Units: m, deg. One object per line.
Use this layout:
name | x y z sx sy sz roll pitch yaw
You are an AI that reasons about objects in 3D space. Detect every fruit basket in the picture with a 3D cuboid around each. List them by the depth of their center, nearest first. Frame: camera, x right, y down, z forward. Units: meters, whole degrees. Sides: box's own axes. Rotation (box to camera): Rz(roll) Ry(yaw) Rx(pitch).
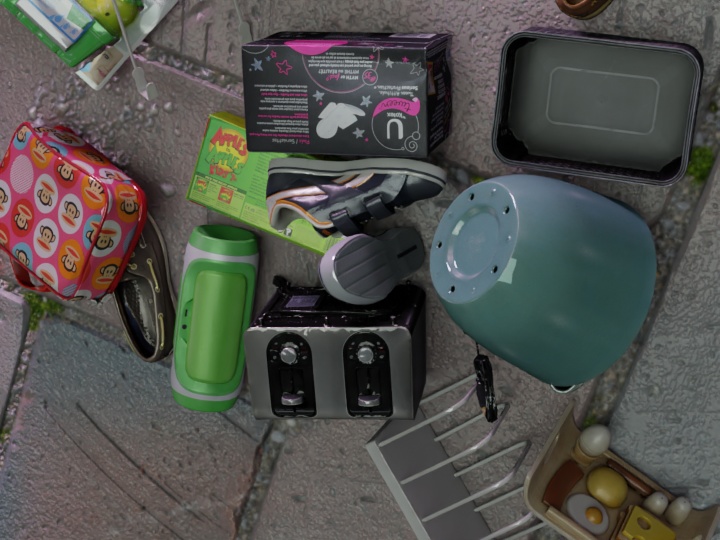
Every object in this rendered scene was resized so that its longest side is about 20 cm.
fruit basket | -0.293 -0.331 1.522 0.185 0.094 0.200 43 102 -12

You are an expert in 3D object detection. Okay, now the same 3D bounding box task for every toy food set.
toy food set | 0.277 0.236 1.455 0.199 0.144 0.061 35 131 7

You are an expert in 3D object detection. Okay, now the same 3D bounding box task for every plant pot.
plant pot | 0.166 -0.003 1.382 0.160 0.201 0.201 21 114 -35

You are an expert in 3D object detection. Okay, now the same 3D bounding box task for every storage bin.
storage bin | 0.241 -0.168 1.411 0.198 0.094 0.137 9 105 15

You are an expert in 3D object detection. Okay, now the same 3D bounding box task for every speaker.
speaker | -0.166 0.054 1.582 0.087 0.088 0.202 12 105 13

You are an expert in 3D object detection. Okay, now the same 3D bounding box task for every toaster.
toaster | -0.022 0.083 1.500 0.178 0.200 0.120 0 105 8

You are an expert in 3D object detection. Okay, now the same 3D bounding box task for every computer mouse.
computer mouse | 0.111 0.070 1.473 0.034 0.059 0.202 -9 56 -5

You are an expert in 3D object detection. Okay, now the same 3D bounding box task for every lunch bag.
lunch bag | -0.343 -0.055 1.580 0.199 0.082 0.178 37 110 32

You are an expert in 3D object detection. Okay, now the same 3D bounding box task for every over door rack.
over door rack | -0.207 -0.303 1.488 0.147 0.066 0.202 -26 112 -18

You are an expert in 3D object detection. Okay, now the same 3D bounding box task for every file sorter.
file sorter | 0.124 0.226 1.501 0.124 0.139 0.201 -29 93 24

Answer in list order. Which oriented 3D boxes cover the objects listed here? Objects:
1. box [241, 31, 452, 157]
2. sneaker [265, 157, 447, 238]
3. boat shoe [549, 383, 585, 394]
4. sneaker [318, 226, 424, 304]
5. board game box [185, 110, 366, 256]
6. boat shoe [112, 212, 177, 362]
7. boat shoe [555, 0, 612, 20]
box | -0.011 -0.186 1.459 0.197 0.132 0.116 4 107 15
sneaker | -0.006 -0.073 1.455 0.198 0.078 0.080 1 77 22
boat shoe | 0.244 0.039 1.465 0.069 0.071 0.203 19 106 11
sneaker | 0.000 0.000 1.463 0.070 0.199 0.074 -18 89 28
board game box | -0.086 -0.093 1.545 0.198 0.048 0.103 22 106 10
boat shoe | -0.261 0.008 1.612 0.071 0.059 0.202 -14 98 19
boat shoe | 0.265 -0.335 1.380 0.072 0.068 0.201 38 109 5
